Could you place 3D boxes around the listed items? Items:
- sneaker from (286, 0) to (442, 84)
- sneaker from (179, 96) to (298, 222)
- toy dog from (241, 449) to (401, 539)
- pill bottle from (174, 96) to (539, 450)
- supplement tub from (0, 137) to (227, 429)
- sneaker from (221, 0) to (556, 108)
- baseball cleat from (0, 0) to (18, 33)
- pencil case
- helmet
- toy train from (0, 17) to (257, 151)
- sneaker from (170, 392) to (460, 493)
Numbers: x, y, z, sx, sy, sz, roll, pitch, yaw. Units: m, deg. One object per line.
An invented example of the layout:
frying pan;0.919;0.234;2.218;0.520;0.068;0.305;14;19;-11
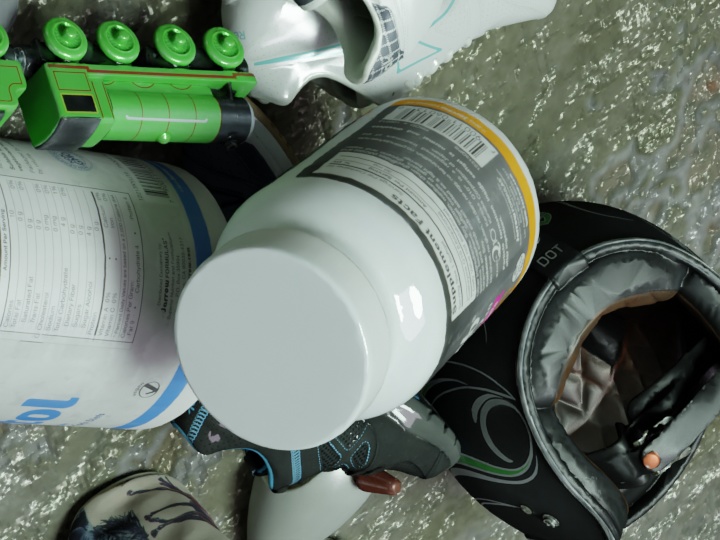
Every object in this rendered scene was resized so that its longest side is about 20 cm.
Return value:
sneaker;-0.033;-0.178;1.068;0.200;0.076;0.081;46;71;-20
sneaker;-0.076;-0.001;1.188;0.108;0.070;0.201;-38;138;-18
toy dog;-0.026;0.155;1.309;0.131;0.096;0.201;-18;126;-31
pill bottle;0.000;0.000;1.075;0.200;0.116;0.117;-41;146;-58
supplement tub;-0.168;0.004;1.070;0.199;0.132;0.133;6;112;-42
sneaker;0.015;-0.123;1.177;0.199;0.070;0.081;-7;93;-31
baseball cleat;-0.182;-0.155;0.974;0.070;0.106;0.201;-44;138;-16
pencil case;-0.085;0.188;1.205;0.089;0.200;0.078;-32;129;-13
helmet;0.123;0.060;1.311;0.198;0.191;0.202;0;89;-17
toy train;-0.127;-0.082;1.047;0.199;0.057;0.042;-1;151;-40
sneaker;-0.023;0.075;1.203;0.082;0.073;0.200;-53;139;6
